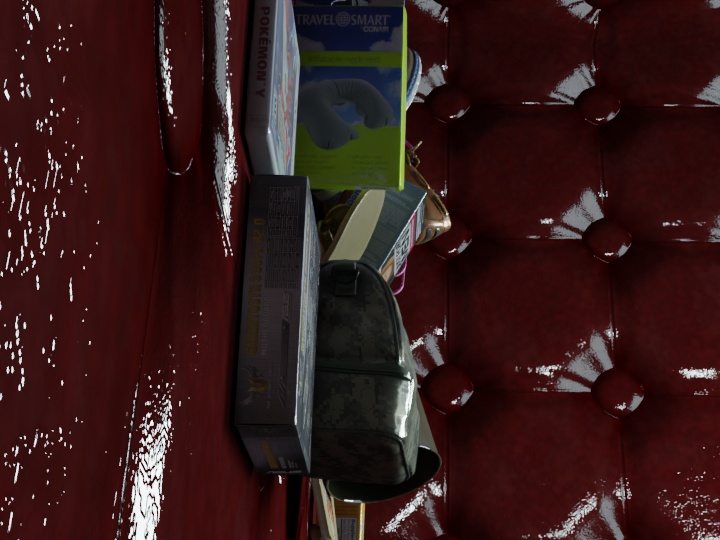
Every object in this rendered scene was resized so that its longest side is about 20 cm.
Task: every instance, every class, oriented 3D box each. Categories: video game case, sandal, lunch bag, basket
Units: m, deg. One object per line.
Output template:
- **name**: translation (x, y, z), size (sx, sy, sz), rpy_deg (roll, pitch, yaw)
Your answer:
- **video game case**: translation (-0.071, -0.150, 1.030), size (0.201, 0.023, 0.185), rpy_deg (85, 6, -68)
- **sandal**: translation (-0.048, -0.009, 1.261), size (0.214, 0.069, 0.078), rpy_deg (-66, 159, -14)
- **lunch bag**: translation (-0.010, 0.098, 1.152), size (0.201, 0.137, 0.170), rpy_deg (74, 22, -67)
- **basket**: translation (0.005, 0.145, 1.429), size (0.181, 0.134, 0.203), rpy_deg (78, -2, -63)

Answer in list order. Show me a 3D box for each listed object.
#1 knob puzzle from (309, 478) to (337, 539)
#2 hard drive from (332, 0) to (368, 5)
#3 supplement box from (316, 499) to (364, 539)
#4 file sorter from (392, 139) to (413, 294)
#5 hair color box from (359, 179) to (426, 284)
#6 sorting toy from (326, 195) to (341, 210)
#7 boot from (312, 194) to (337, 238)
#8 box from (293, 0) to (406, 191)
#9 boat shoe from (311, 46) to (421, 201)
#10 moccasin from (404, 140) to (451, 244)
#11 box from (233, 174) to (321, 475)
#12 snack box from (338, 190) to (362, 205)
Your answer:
- **knob puzzle**: translation (-0.058, 0.225, 1.406), size (0.220, 0.030, 0.224), rpy_deg (-10, 90, -89)
- **hard drive**: translation (-0.024, -0.365, 1.368), size (0.140, 0.037, 0.204), rpy_deg (-44, 126, -75)
- **supplement box**: translation (-0.027, 0.329, 1.672), size (0.067, 0.067, 0.203), rpy_deg (81, 12, -66)
- **file sorter**: translation (0.010, -0.074, 1.700), size (0.201, 0.123, 0.141), rpy_deg (94, -1, -57)
- **hair color box**: translation (0.000, 0.000, 1.354), size (0.202, 0.060, 0.099), rpy_deg (-58, 167, -18)
- **sorting toy**: translation (-0.032, -0.182, 1.411), size (0.200, 0.036, 0.188), rpy_deg (-66, 150, -67)
- **boot**: translation (-0.042, -0.088, 1.476), size (0.200, 0.067, 0.192), rpy_deg (2, 76, -72)
- **box**: translation (-0.014, -0.183, 1.221), size (0.048, 0.120, 0.204), rpy_deg (38, 53, -85)
- **boat shoe**: translation (-0.004, -0.171, 1.289), size (0.072, 0.072, 0.202), rpy_deg (44, 64, -30)
- **moccasin**: translation (0.048, -0.126, 1.579), size (0.202, 0.077, 0.074), rpy_deg (53, -38, 27)
- **box**: translation (-0.064, 0.048, 0.985), size (0.159, 0.047, 0.203), rpy_deg (83, 8, -69)
- **snack box**: translation (0.015, -0.148, 1.390), size (0.072, 0.024, 0.201), rpy_deg (-56, -169, 32)
